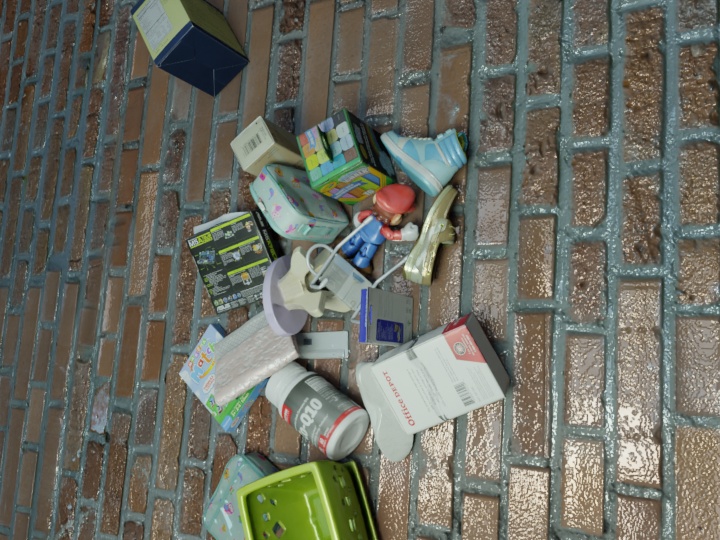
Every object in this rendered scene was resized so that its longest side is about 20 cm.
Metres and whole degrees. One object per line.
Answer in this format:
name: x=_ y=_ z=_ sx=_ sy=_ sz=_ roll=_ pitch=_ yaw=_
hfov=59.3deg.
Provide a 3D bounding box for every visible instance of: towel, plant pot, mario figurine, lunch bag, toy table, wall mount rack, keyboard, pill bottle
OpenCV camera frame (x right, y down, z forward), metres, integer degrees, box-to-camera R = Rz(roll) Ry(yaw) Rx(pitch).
towel: x=-0.227 y=0.169 z=1.336 sx=0.200 sy=0.032 sz=0.191 roll=-34 pitch=35 yaw=8
plant pot: x=-0.085 y=0.470 z=1.188 sx=0.199 sy=0.181 sz=0.200 roll=-26 pitch=69 yaw=24
mario figurine: x=0.049 y=-0.087 z=1.278 sx=0.123 sy=0.106 sz=0.200 roll=35 pitch=115 yaw=-6
lunch bag: x=-0.123 y=-0.130 z=1.289 sx=0.077 sy=0.200 sz=0.160 roll=-43 pitch=66 yaw=27
toy table: x=-0.114 y=0.033 z=1.289 sx=0.117 sy=0.184 sz=0.200 roll=-22 pitch=48 yaw=26
wall mount rack: x=0.000 y=0.000 z=1.224 sx=0.174 sy=0.200 sz=0.075 roll=-56 pitch=25 yaw=-17
lunch bag: x=-0.244 y=0.498 z=1.337 sx=0.160 sy=0.077 sz=0.200 roll=32 pitch=98 yaw=30
keyboard: x=-0.112 y=0.161 z=1.357 sx=0.200 sy=0.011 sz=0.056 roll=-6 pitch=74 yaw=29
pill bottle: x=-0.090 y=0.275 z=1.262 sx=0.200 sy=0.114 sz=0.114 roll=31 pitch=98 yaw=30

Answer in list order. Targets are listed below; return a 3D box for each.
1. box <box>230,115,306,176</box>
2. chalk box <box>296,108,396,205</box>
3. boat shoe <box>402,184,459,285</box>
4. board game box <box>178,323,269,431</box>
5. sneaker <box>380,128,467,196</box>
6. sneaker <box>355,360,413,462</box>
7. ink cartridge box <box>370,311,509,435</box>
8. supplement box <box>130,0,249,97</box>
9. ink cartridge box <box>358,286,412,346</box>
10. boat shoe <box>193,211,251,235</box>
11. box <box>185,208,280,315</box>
box: x=-0.168 y=-0.239 z=1.342 sx=0.095 sy=0.200 sz=0.078 roll=-38 pitch=65 yaw=21
chalk box: x=-0.038 y=-0.227 z=1.263 sx=0.124 sy=0.200 sz=0.125 roll=-25 pitch=70 yaw=25
boat shoe: x=0.149 y=-0.064 z=1.210 sx=0.066 sy=0.074 sz=0.200 roll=25 pitch=94 yaw=15
board game box: x=-0.315 y=0.242 z=1.445 sx=0.200 sy=0.037 sz=0.151 roll=40 pitch=102 yaw=30
sneaker: x=0.134 y=-0.242 z=1.246 sx=0.131 sy=0.080 sz=0.200 roll=-41 pitch=54 yaw=2
sneaker: x=0.041 y=0.266 z=1.218 sx=0.075 sy=0.088 sz=0.200 roll=-20 pitch=93 yaw=-15
ink cartridge box: x=0.142 y=0.185 z=1.132 sx=0.200 sy=0.083 sz=0.147 roll=-28 pitch=93 yaw=24
supplement box: x=-0.415 y=-0.570 z=1.541 sx=0.134 sy=0.200 sz=0.200 roll=-37 pitch=66 yaw=20
ink cartridge box: x=0.042 y=0.088 z=1.165 sx=0.039 sy=0.200 sz=0.100 roll=-2 pitch=80 yaw=27
boat shoe: x=-0.316 y=-0.088 z=1.480 sx=0.199 sy=0.074 sz=0.068 roll=-13 pitch=81 yaw=30
box: x=-0.275 y=-0.016 z=1.420 sx=0.200 sy=0.048 sz=0.193 roll=-19 pitch=94 yaw=27
